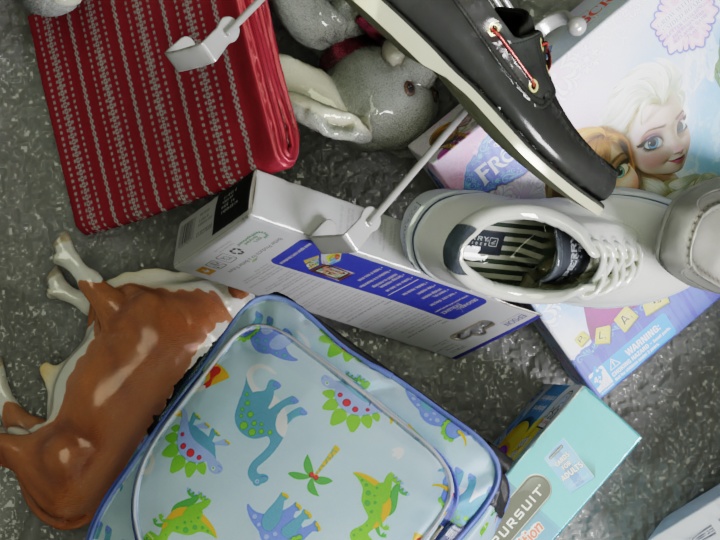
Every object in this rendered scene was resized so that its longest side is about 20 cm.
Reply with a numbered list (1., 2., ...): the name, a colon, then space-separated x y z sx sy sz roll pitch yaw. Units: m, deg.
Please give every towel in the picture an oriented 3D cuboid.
1. towel: -0.116 -0.108 1.211 0.022 0.199 0.146 -11 87 -44

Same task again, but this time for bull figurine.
1. bull figurine: -0.151 0.053 1.248 0.121 0.065 0.201 33 81 5

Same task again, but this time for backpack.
1. backpack: -0.043 0.132 1.081 0.183 0.147 0.200 36 89 14

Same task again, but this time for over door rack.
1. over door rack: 0.019 -0.123 1.120 0.200 0.067 0.148 -44 113 -15

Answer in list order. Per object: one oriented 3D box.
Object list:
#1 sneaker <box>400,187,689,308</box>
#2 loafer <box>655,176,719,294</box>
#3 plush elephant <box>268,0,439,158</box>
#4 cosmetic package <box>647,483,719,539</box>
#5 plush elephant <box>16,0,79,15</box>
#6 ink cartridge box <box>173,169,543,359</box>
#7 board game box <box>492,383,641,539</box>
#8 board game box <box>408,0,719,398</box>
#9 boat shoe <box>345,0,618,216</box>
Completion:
1. sneaker: 0.122 -0.006 1.180 0.199 0.071 0.074 0 110 -24
2. loafer: 0.248 -0.013 1.207 0.199 0.070 0.070 1 106 -42
3. plush elephant: 0.007 -0.141 1.222 0.200 0.165 0.155 -43 77 22
4. cosmetic package: 0.292 0.167 1.230 0.200 0.052 0.151 -37 87 25
5. plush elephant: -0.175 -0.269 1.215 0.154 0.164 0.201 -22 116 -33
6. ink cartridge box: 0.000 0.000 1.216 0.199 0.095 0.037 21 62 -26
7. board game box: 0.069 0.154 1.213 0.047 0.151 0.200 42 86 0
8. board game box: 0.160 -0.059 1.241 0.200 0.041 0.200 -40 118 -4
9. boat shoe: 0.071 -0.104 1.072 0.063 0.074 0.201 -47 115 0
